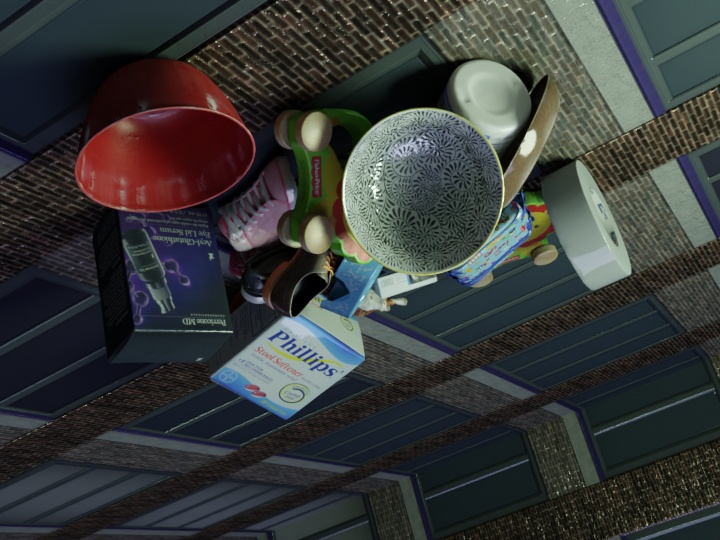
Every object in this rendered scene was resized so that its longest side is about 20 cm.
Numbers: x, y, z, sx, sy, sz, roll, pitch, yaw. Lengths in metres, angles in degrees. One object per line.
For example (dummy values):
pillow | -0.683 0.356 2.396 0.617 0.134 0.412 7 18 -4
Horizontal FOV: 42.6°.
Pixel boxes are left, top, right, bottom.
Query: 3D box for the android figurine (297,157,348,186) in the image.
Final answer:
android figurine | -0.010 -0.108 1.365 0.197 0.042 0.183 -11 155 -12

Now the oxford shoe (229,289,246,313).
oxford shoe | -0.190 0.066 1.620 0.199 0.071 0.073 -39 -178 28

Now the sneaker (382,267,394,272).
sneaker | 0.048 -0.046 1.445 0.079 0.072 0.200 -23 -167 -18

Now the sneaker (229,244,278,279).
sneaker | -0.110 -0.013 1.459 0.197 0.082 0.075 -8 157 -20

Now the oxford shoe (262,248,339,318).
oxford shoe | -0.052 -0.016 1.307 0.201 0.073 0.071 -54 133 -4

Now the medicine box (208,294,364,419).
medicine box | -0.126 0.128 1.552 0.199 0.104 0.182 -38 128 22

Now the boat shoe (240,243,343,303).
boat shoe | -0.089 -0.015 1.375 0.199 0.075 0.061 -30 147 -35

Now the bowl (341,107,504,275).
bowl | 0.074 -0.104 1.152 0.198 0.203 0.094 -17 -166 3

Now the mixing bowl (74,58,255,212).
mixing bowl | -0.223 -0.162 1.030 0.197 0.110 0.201 -13 155 -6

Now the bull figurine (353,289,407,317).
bull figurine | 0.016 0.047 1.639 0.120 0.066 0.199 -4 178 -27

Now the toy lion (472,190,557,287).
toy lion | 0.260 -0.064 1.619 0.198 0.069 0.192 -20 149 9

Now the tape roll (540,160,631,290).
tape roll | 0.362 -0.073 1.483 0.066 0.203 0.200 -26 154 23

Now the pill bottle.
pill bottle | 0.138 -0.173 1.230 0.112 0.115 0.201 -7 154 -20

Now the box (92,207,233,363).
box | -0.274 0.018 1.269 0.146 0.202 0.104 3 150 -36

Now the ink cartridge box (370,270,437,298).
ink cartridge box | 0.047 -0.008 1.528 0.098 0.040 0.200 -18 -163 -12

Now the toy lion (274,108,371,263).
toy lion | -0.014 -0.108 1.196 0.190 0.203 0.068 -11 -165 -38

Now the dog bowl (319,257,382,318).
dog bowl | 0.000 0.000 1.353 0.112 0.049 0.200 -55 177 -33

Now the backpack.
backpack | 0.179 -0.066 1.434 0.182 0.135 0.200 -39 159 5

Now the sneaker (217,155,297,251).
sneaker | -0.145 -0.084 1.288 0.103 0.076 0.201 -15 161 -17

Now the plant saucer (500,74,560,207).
plant saucer | 0.212 -0.161 1.225 0.034 0.202 0.201 27 148 -1
